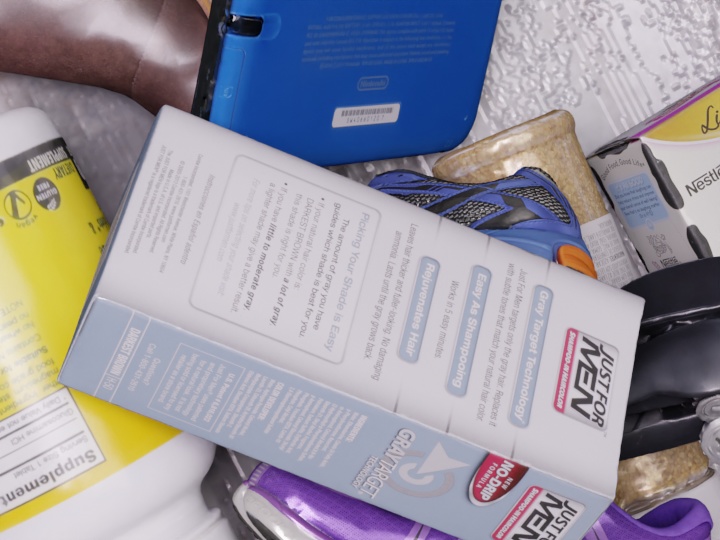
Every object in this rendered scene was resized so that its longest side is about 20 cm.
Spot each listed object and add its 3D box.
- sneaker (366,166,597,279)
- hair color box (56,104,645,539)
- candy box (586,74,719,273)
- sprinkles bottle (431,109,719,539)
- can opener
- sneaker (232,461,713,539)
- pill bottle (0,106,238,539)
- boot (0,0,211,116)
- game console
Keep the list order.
[{"bbox_3d":[0.000,0.000,0.970,0.199,0.076,0.079,-3,45,7],"label":"sneaker"},{"bbox_3d":[0.000,0.026,0.866,0.199,0.061,0.099,22,49,-8],"label":"hair color box"},{"bbox_3d":[0.213,-0.001,1.073,0.136,0.061,0.200,-31,94,-21],"label":"candy box"},{"bbox_3d":[0.098,0.033,1.021,0.068,0.068,0.201,-22,91,-21],"label":"sprinkles bottle"},{"bbox_3d":[0.091,0.058,0.968,0.199,0.079,0.063,-20,129,12],"label":"can opener"},{"bbox_3d":[0.047,0.099,0.926,0.199,0.081,0.084,13,89,-17],"label":"sneaker"},{"bbox_3d":[-0.126,0.047,0.913,0.112,0.112,0.201,-29,94,-21],"label":"pill bottle"},{"bbox_3d":[-0.137,-0.099,0.967,0.166,0.072,0.201,-18,94,-7],"label":"boot"},{"bbox_3d":[-0.031,-0.141,0.972,0.200,0.118,0.171,-10,117,-55],"label":"game console"}]
